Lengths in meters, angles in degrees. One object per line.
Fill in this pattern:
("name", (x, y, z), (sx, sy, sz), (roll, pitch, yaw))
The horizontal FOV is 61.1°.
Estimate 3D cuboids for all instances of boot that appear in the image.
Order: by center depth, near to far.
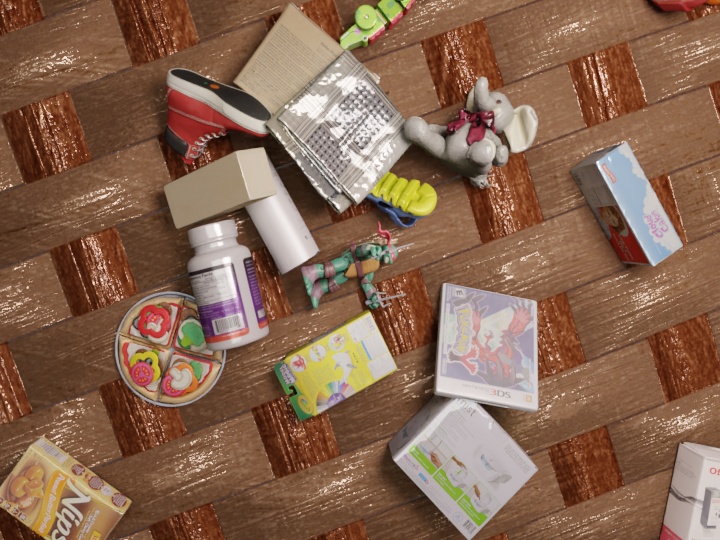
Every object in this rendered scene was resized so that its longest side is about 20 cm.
("boot", (-0.239, -0.230, 1.015), (0.196, 0.072, 0.147), (25, 123, 12))

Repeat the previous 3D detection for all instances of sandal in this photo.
("sandal", (0.037, -0.136, 1.058), (0.198, 0.088, 0.080), (35, 67, 15))

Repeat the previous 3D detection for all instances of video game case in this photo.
("video game case", (0.221, 0.131, 1.061), (0.177, 0.023, 0.204), (11, 62, -4))

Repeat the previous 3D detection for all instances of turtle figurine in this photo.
("turtle figurine", (0.000, 0.000, 1.055), (0.195, 0.102, 0.152), (-18, 134, -1))

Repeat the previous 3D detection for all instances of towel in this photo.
("towel", (-0.026, -0.223, 0.983), (0.200, 0.034, 0.193), (-46, 105, -13))

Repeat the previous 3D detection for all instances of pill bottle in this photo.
("pill bottle", (-0.229, 0.023, 1.033), (0.109, 0.111, 0.205), (-13, 93, -3))

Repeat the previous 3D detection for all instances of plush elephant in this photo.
("plush elephant", (0.199, -0.241, 1.015), (0.163, 0.199, 0.158), (25, 91, 34))

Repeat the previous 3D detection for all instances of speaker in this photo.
("speaker", (-0.149, -0.100, 1.047), (0.080, 0.081, 0.203), (-29, 95, -1))

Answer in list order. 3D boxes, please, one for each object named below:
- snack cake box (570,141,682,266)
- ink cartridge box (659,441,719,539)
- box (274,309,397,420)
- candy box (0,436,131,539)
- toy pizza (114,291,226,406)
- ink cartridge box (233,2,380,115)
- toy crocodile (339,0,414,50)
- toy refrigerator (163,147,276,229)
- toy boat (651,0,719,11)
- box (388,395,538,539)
("snack cake box", (0.460, -0.113, 1.064), (0.066, 0.115, 0.203), (-31, 95, -2))
("ink cartridge box", (0.652, 0.436, 1.119), (0.142, 0.085, 0.206), (10, 91, -4))
("box", (-0.045, 0.169, 1.084), (0.197, 0.048, 0.119), (-28, 95, -4))
("candy box", (-0.517, 0.401, 1.062), (0.199, 0.055, 0.116), (38, 90, -4))
("toy pizza", (-0.335, 0.140, 1.072), (0.194, 0.032, 0.206), (0, 93, -3))
("ink cartridge box", (-0.090, -0.315, 1.042), (0.199, 0.075, 0.166), (39, 89, -4))
("toy crocodile", (0.043, -0.440, 1.047), (0.199, 0.068, 0.062), (-40, 95, -1))
("toy refrigerator", (-0.229, -0.132, 0.994), (0.197, 0.069, 0.078), (-14, 96, 38))
("toy boat", (0.609, -0.524, 1.065), (0.130, 0.130, 0.202), (35, 91, -35))
("box", (0.178, 0.328, 1.079), (0.177, 0.097, 0.200), (-45, 94, -1))
